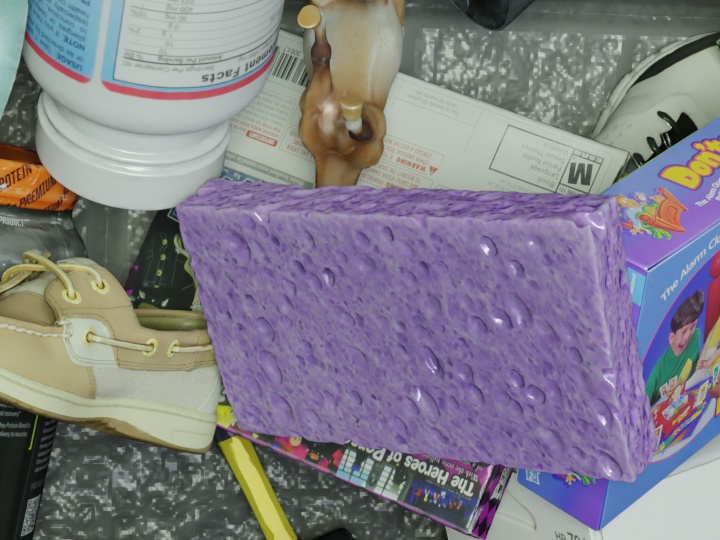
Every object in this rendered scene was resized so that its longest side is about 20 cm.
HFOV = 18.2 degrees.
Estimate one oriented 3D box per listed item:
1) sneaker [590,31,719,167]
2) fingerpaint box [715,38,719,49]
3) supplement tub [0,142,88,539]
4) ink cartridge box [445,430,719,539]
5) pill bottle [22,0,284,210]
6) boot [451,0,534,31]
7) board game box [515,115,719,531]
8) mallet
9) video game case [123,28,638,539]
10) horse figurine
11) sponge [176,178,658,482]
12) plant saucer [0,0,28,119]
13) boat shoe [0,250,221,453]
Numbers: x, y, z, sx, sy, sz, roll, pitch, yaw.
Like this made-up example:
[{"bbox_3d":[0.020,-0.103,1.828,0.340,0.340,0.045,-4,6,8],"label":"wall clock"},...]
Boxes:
[{"bbox_3d":[0.130,-0.038,1.080,0.200,0.080,0.074,-43,103,-5],"label":"sneaker"},{"bbox_3d":[0.295,-0.100,1.083,0.200,0.073,0.167,-38,127,-5],"label":"fingerpaint box"},{"bbox_3d":[-0.190,0.041,0.995,0.122,0.123,0.200,12,95,-14],"label":"supplement tub"},{"bbox_3d":[0.156,0.098,1.048,0.200,0.146,0.086,-19,106,-24],"label":"ink cartridge box"},{"bbox_3d":[-0.081,-0.128,0.912,0.108,0.109,0.200,3,129,-13],"label":"pill bottle"},{"bbox_3d":[0.116,-0.161,1.012,0.200,0.066,0.165,-40,103,-42],"label":"boot"},{"bbox_3d":[0.151,0.004,0.953,0.200,0.045,0.135,-31,139,-40],"label":"board game box"},{"bbox_3d":[-0.050,0.082,1.080,0.066,0.041,0.200,-20,98,-10],"label":"mallet"},{"bbox_3d":[0.000,0.000,1.010,0.200,0.036,0.182,21,84,21],"label":"video game case"},{"bbox_3d":[-0.007,-0.106,0.965,0.050,0.133,0.200,1,67,3],"label":"horse figurine"},{"bbox_3d":[0.021,0.021,0.901,0.030,0.200,0.112,-40,124,-45],"label":"sponge"},{"bbox_3d":[-0.217,-0.105,0.935,0.036,0.200,0.200,10,98,-50],"label":"plant saucer"},{"bbox_3d":[-0.124,0.026,0.921,0.200,0.074,0.067,23,83,-59],"label":"boat shoe"}]
